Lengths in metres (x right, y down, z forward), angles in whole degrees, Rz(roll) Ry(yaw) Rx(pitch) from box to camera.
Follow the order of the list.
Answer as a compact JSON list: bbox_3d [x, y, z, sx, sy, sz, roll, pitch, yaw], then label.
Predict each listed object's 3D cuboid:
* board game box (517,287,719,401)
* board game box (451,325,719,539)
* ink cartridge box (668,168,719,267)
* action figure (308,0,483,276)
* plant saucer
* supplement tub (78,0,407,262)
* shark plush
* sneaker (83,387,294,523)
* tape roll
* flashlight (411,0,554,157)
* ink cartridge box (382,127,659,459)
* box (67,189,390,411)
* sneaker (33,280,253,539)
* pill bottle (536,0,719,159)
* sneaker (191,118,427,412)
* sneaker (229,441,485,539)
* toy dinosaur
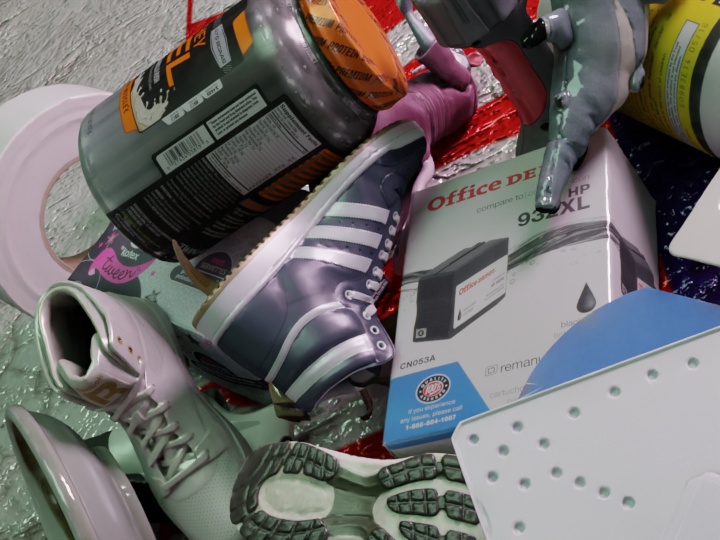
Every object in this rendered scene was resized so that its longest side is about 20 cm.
[{"bbox_3d":[0.172,0.097,0.571,0.199,0.039,0.158,15,63,23],"label":"board game box"},{"bbox_3d":[0.163,0.124,0.514,0.199,0.026,0.201,-20,56,2],"label":"board game box"},{"bbox_3d":[0.279,-0.011,0.624,0.200,0.068,0.117,23,71,47],"label":"ink cartridge box"},{"bbox_3d":[0.043,-0.118,0.894,0.149,0.134,0.200,38,53,19],"label":"action figure"},{"bbox_3d":[-0.168,0.171,0.761,0.050,0.201,0.200,-24,33,-22],"label":"plant saucer"},{"bbox_3d":[-0.076,-0.102,0.776,0.200,0.123,0.123,-31,40,18],"label":"supplement tub"},{"bbox_3d":[0.122,-0.134,0.712,0.091,0.083,0.201,19,89,53],"label":"shark plush"},{"bbox_3d":[-0.131,0.128,0.845,0.199,0.074,0.089,-2,51,25],"label":"sneaker"},{"bbox_3d":[-0.234,-0.052,0.992,0.071,0.203,0.203,18,68,47],"label":"tape roll"},{"bbox_3d":[0.100,-0.119,0.768,0.068,0.200,0.068,-12,49,34],"label":"flashlight"},{"bbox_3d":[0.102,0.027,0.725,0.145,0.084,0.201,-17,45,29],"label":"ink cartridge box"},{"bbox_3d":[-0.104,0.008,0.893,0.200,0.115,0.132,16,66,47],"label":"box"},{"bbox_3d":[-0.138,0.094,0.735,0.074,0.116,0.200,-40,67,10],"label":"sneaker"},{"bbox_3d":[0.207,-0.149,0.774,0.112,0.112,0.200,-45,39,-4],"label":"pill bottle"},{"bbox_3d":[0.000,0.000,0.743,0.200,0.108,0.070,-46,-7,-22],"label":"sneaker"},{"bbox_3d":[0.028,0.145,0.681,0.199,0.089,0.077,9,73,27],"label":"sneaker"},{"bbox_3d":[-0.040,0.046,0.789,0.058,0.199,0.102,143,136,-62],"label":"toy dinosaur"}]
